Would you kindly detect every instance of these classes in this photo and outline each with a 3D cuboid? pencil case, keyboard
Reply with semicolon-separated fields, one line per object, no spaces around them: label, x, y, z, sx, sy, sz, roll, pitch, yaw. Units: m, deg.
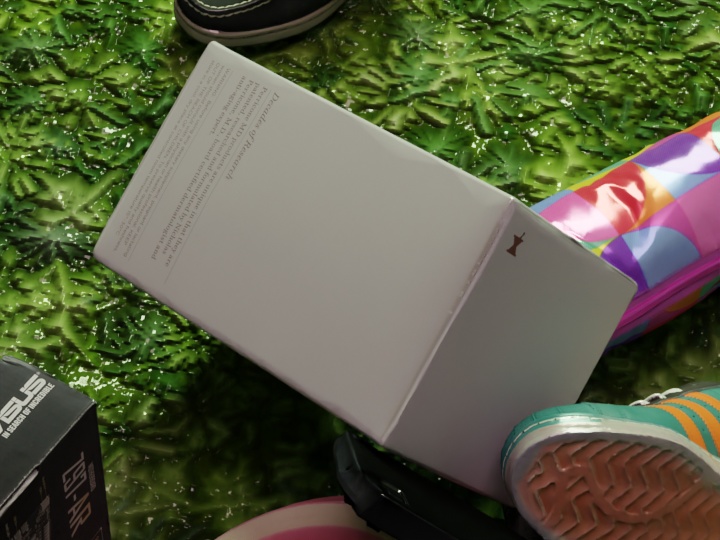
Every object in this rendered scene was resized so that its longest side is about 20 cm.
pencil case;0.141;-0.015;1.046;0.199;0.089;0.089;-28;56;-19
keyboard;0.070;0.139;0.843;0.199;0.040;0.104;31;8;-12

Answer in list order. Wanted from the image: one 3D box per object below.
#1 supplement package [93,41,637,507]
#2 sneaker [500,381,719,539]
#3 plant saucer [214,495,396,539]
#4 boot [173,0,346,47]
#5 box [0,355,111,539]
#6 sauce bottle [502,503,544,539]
supplement package;0.000;0.000;0.954;0.199;0.117;0.118;30;89;39
sneaker;0.136;0.088;0.945;0.199;0.072;0.080;15;25;-31
plant saucer;-0.020;0.171;0.871;0.199;0.051;0.202;-13;48;15
boot;-0.018;-0.220;1.161;0.203;0.154;0.074;-30;57;-24
box;-0.158;0.153;0.825;0.043;0.201;0.160;26;55;18
sauce bottle;0.077;0.175;0.903;0.064;0.065;0.201;3;49;1
